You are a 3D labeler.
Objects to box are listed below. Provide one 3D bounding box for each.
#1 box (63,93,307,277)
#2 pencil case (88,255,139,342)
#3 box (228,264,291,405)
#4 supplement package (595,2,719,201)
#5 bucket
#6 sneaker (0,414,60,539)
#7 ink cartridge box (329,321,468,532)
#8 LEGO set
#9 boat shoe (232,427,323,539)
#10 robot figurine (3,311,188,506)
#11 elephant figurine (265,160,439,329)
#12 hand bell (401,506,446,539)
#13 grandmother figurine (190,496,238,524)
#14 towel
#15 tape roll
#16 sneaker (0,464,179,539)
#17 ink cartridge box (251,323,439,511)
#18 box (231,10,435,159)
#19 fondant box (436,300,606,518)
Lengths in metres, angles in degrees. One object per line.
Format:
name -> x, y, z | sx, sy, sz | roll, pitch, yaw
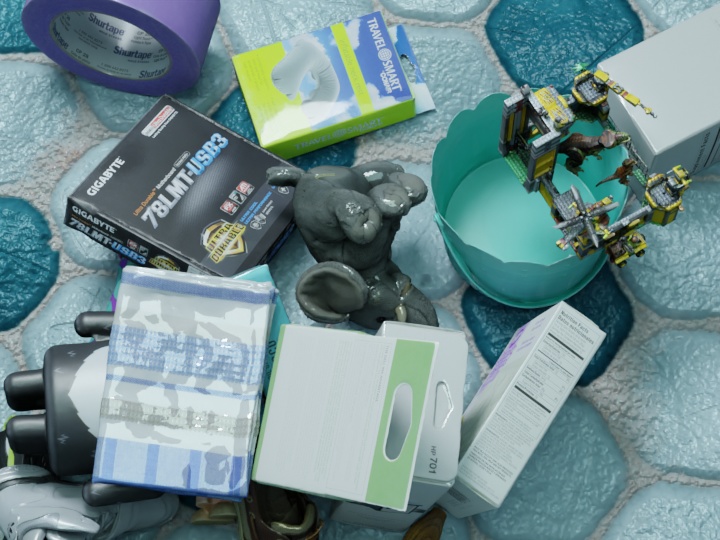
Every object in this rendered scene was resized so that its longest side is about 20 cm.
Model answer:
box -> -0.171, -0.072, 1.611 | 0.197, 0.050, 0.200 | 30, 45, 6
pencil case -> -0.244, 0.082, 1.582 | 0.092, 0.085, 0.201 | 14, 67, 25
box -> -0.076, 0.096, 1.481 | 0.049, 0.082, 0.202 | -23, 93, -8
supplement package -> 0.356, -0.186, 1.648 | 0.199, 0.120, 0.122 | -26, 70, -8
bucket -> 0.171, -0.069, 1.599 | 0.205, 0.135, 0.209 | -1, 67, 3
sneaker -> -0.345, 0.244, 1.543 | 0.082, 0.071, 0.202 | -6, 68, 38
ink cartridge box -> 0.034, 0.151, 1.474 | 0.085, 0.200, 0.148 | 10, 67, -6
LEGO set -> 0.220, -0.114, 1.478 | 0.152, 0.116, 0.201 | -21, 68, -7
boat shoe -> -0.074, 0.239, 1.468 | 0.072, 0.072, 0.202 | -25, 106, -27
robot figurine -> -0.230, 0.126, 1.457 | 0.198, 0.125, 0.152 | -3, 110, -10
elephant figurine -> 0.000, 0.000, 1.581 | 0.140, 0.202, 0.155 | -14, 31, -25
hand bell -> 0.024, 0.307, 1.492 | 0.104, 0.104, 0.200 | 30, 59, 14
grandmother figurine -> -0.137, 0.143, 1.535 | 0.060, 0.121, 0.202 | 11, 68, -40
towel -> -0.157, 0.099, 1.401 | 0.145, 0.024, 0.202 | 9, 79, -7
tape roll -> -0.255, -0.274, 1.668 | 0.198, 0.200, 0.086 | 11, 68, 7
sneaker -> -0.252, 0.241, 1.471 | 0.198, 0.076, 0.115 | 8, 25, -32
ink cartridge box -> -0.005, 0.127, 1.354 | 0.199, 0.048, 0.147 | 4, 79, 44
box -> -0.029, -0.204, 1.712 | 0.198, 0.048, 0.123 | -18, 68, -4
fondant box -> 0.143, 0.137, 1.506 | 0.058, 0.144, 0.201 | 36, 72, -2
